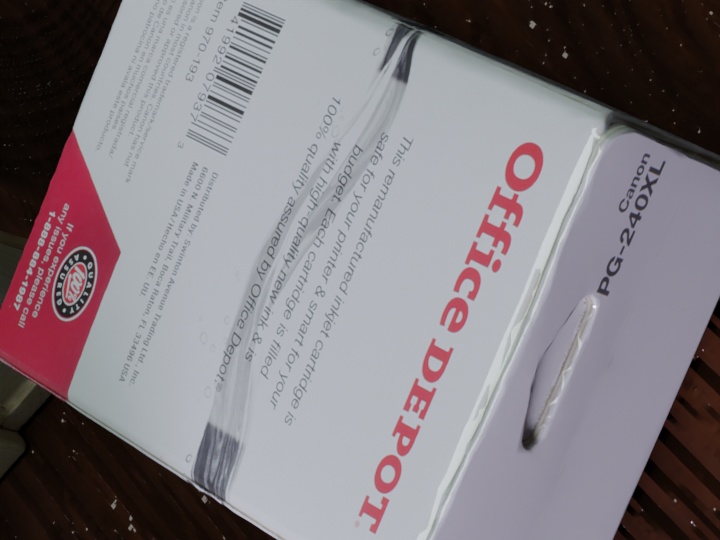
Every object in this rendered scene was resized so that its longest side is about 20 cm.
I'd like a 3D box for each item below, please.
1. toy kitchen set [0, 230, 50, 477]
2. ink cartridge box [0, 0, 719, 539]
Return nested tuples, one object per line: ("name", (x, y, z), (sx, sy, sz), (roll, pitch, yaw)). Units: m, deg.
("toy kitchen set", (-0.231, 0.011, 1.011), (0.200, 0.163, 0.181), (-47, 51, 21))
("ink cartridge box", (0.000, 0.000, 0.860), (0.200, 0.083, 0.146), (28, 96, 43))
